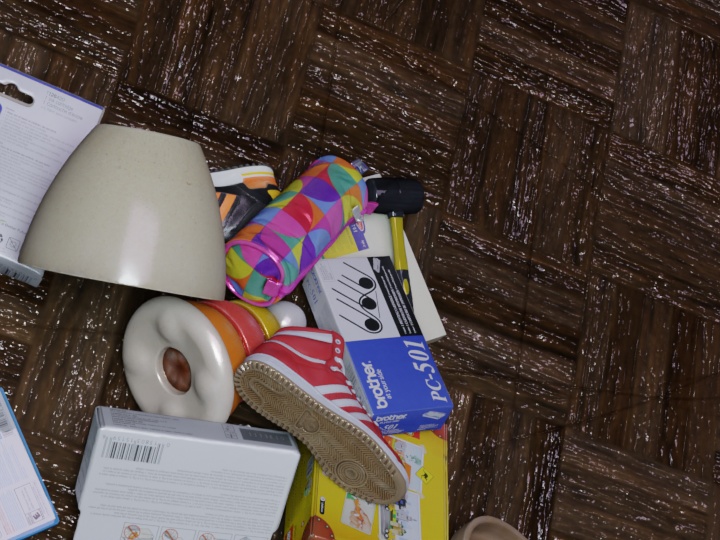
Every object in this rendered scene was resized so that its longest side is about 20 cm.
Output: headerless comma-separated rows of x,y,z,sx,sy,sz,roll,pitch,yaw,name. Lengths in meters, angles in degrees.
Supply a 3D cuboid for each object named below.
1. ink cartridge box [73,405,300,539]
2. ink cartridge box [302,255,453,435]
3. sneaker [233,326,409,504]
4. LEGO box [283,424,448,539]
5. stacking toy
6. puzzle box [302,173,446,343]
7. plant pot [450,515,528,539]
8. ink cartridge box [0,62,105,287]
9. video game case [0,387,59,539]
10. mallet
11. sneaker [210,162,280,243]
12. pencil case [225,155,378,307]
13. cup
-0.174,0.227,1.462,0.198,0.175,0.044,10,22,-21,ink cartridge box
0.016,0.075,1.575,0.093,0.044,0.201,-4,52,-26,ink cartridge box
-0.021,0.132,1.480,0.200,0.071,0.113,41,32,-2,sneaker
0.007,0.226,1.520,0.148,0.077,0.201,21,40,-16,LEGO box
-0.129,0.077,1.550,0.199,0.146,0.147,-22,79,-49,stacking toy
0.000,0.000,1.676,0.132,0.025,0.201,-15,77,-28,puzzle box
0.134,0.356,1.533,0.201,0.092,0.202,43,25,-26,plant pot
-0.381,-0.111,1.536,0.196,0.047,0.201,23,61,-13,ink cartridge box
-0.397,0.208,1.414,0.199,0.018,0.144,-21,80,-30,video game case
0.035,-0.008,1.662,0.065,0.041,0.202,9,70,-23,mallet
-0.163,-0.049,1.594,0.199,0.070,0.091,-16,74,-31,sneaker
-0.062,-0.043,1.573,0.088,0.088,0.200,46,46,-2,pencil case
-0.215,-0.059,1.453,0.199,0.200,0.145,10,90,-21,cup
